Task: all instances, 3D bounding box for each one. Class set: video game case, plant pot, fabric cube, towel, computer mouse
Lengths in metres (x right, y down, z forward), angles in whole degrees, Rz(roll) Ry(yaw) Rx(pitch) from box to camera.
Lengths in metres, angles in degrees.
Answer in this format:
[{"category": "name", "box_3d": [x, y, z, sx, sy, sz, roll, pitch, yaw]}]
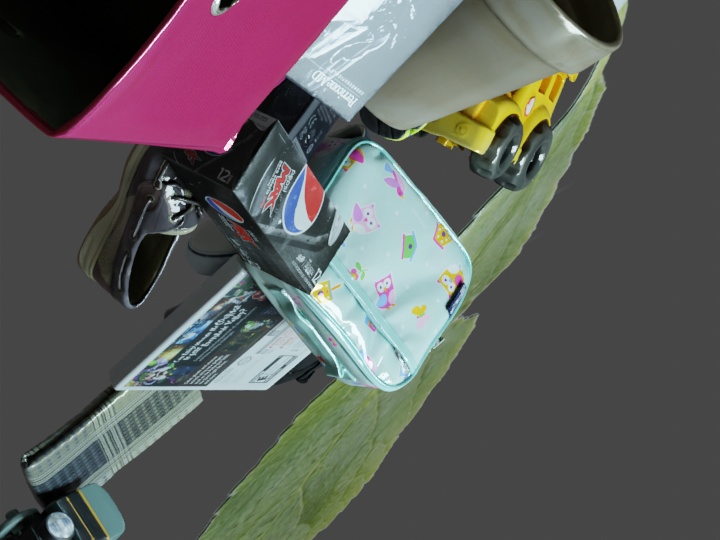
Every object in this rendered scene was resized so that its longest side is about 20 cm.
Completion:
[{"category": "video game case", "box_3d": [-0.095, 0.048, 1.872, 0.181, 0.023, 0.200, 3, 147, -44]}, {"category": "plant pot", "box_3d": [0.066, -0.200, 1.582, 0.173, 0.200, 0.200, -34, 171, 21]}, {"category": "fabric cube", "box_3d": [-0.107, -0.190, 1.022, 0.196, 0.200, 0.199, -48, 167, 13]}, {"category": "towel", "box_3d": [-0.238, 0.148, 2.047, 0.200, 0.035, 0.193, -39, 163, -13]}, {"category": "computer mouse", "box_3d": [-0.050, -0.132, 1.712, 0.200, 0.053, 0.139, -54, 167, -13]}]

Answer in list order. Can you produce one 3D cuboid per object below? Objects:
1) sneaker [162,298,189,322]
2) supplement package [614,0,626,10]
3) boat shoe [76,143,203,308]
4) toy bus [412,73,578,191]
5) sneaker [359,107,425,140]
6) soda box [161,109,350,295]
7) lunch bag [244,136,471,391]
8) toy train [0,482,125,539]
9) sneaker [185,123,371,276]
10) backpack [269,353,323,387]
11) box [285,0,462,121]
[{"category": "sneaker", "box_3d": [-0.095, -0.004, 1.923, 0.200, 0.085, 0.074, -26, -167, 9]}, {"category": "supplement package", "box_3d": [0.189, -0.298, 1.774, 0.156, 0.111, 0.200, -28, 158, -51]}, {"category": "boat shoe", "box_3d": [-0.147, -0.052, 1.611, 0.072, 0.065, 0.200, -22, 153, -52]}, {"category": "toy bus", "box_3d": [0.122, -0.185, 1.912, 0.192, 0.136, 0.200, -60, 162, 7]}, {"category": "sneaker", "box_3d": [0.058, -0.195, 1.733, 0.200, 0.074, 0.081, -60, 176, -3]}, {"category": "soda box", "box_3d": [-0.074, -0.056, 1.588, 0.063, 0.071, 0.200, -58, 156, -12]}, {"category": "lunch bag", "box_3d": [0.000, 0.000, 1.785, 0.077, 0.200, 0.161, 0, -131, 47]}, {"category": "toy train", "box_3d": [-0.310, 0.280, 2.054, 0.114, 0.085, 0.200, -22, 162, -45]}, {"category": "sneaker", "box_3d": [-0.070, -0.066, 1.832, 0.200, 0.073, 0.071, -33, 134, -28]}, {"category": "backpack", "box_3d": [-0.029, 0.011, 2.037, 0.163, 0.154, 0.200, -33, -176, -29]}, {"category": "box", "box_3d": [-0.019, -0.216, 1.284, 0.182, 0.104, 0.200, -46, 146, 9]}]
